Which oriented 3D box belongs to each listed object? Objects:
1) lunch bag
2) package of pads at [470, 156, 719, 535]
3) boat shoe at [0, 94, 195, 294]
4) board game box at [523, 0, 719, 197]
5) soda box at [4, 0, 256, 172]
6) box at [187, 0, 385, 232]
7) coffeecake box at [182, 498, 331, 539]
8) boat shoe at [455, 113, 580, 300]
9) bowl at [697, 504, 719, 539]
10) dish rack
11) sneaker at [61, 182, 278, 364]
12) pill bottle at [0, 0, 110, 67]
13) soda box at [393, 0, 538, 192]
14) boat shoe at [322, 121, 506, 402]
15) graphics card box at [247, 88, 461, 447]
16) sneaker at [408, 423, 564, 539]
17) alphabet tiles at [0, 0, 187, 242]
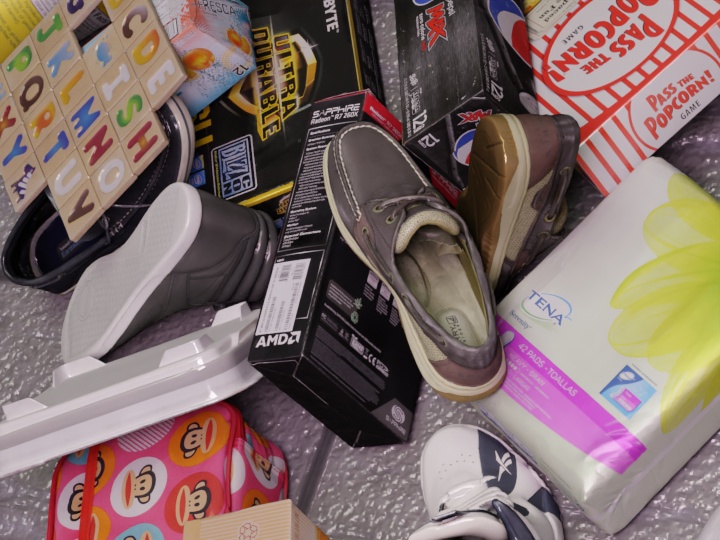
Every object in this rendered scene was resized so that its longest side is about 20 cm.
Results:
[{"bbox_3d":[-0.139,0.192,1.719,0.175,0.082,0.201,-17,50,24],"label":"lunch bag"},{"bbox_3d":[0.168,0.041,1.645,0.200,0.068,0.154,-44,50,-4],"label":"package of pads"},{"bbox_3d":[-0.185,-0.050,1.859,0.200,0.062,0.075,-43,69,34],"label":"boat shoe"},{"bbox_3d":[0.164,-0.149,1.754,0.151,0.046,0.200,-42,33,0],"label":"board game box"},{"bbox_3d":[-0.166,-0.128,1.887,0.200,0.068,0.064,-34,44,28],"label":"soda box"},{"bbox_3d":[-0.064,-0.120,1.899,0.159,0.049,0.201,-22,52,19],"label":"box"},{"bbox_3d":[-0.029,0.248,1.534,0.073,0.200,0.154,-13,55,22],"label":"coffeecake box"},{"bbox_3d":[0.100,-0.034,1.671,0.064,0.200,0.074,-8,67,-9],"label":"boat shoe"},{"bbox_3d":[0.261,0.177,1.488,0.200,0.090,0.202,-15,54,22],"label":"bowl"},{"bbox_3d":[-0.147,0.074,1.752,0.199,0.172,0.044,-19,96,17],"label":"dish rack"},{"bbox_3d":[-0.129,0.016,1.838,0.200,0.099,0.071,-44,44,40],"label":"sneaker"},{"bbox_3d":[-0.242,-0.225,2.027,0.199,0.114,0.115,-31,50,8],"label":"pill bottle"},{"bbox_3d":[0.068,-0.148,1.751,0.071,0.063,0.201,-33,37,26],"label":"soda box"},{"bbox_3d":[0.038,-0.017,1.637,0.071,0.066,0.201,-17,64,-19],"label":"boat shoe"},{"bbox_3d":[0.000,0.000,1.729,0.051,0.125,0.201,-8,56,34],"label":"graphics card box"},{"bbox_3d":[0.068,0.151,1.589,0.079,0.130,0.200,-25,50,12],"label":"sneaker"},{"bbox_3d":[-0.195,-0.117,1.849,0.167,0.008,0.200,-45,44,18],"label":"alphabet tiles"}]
